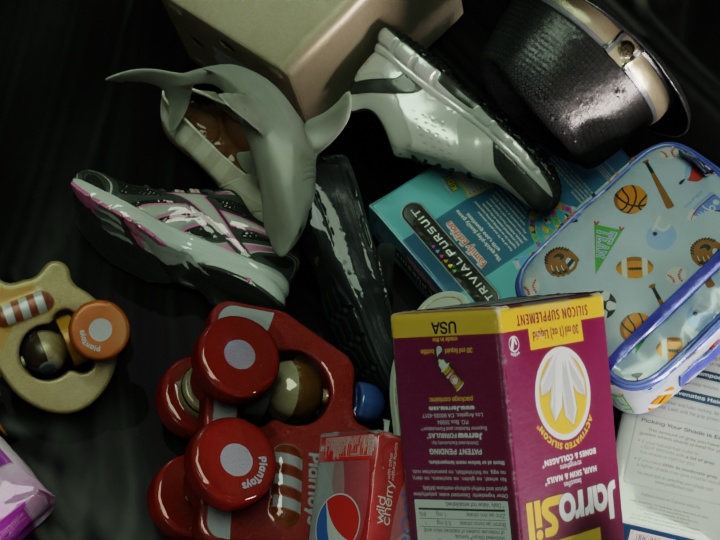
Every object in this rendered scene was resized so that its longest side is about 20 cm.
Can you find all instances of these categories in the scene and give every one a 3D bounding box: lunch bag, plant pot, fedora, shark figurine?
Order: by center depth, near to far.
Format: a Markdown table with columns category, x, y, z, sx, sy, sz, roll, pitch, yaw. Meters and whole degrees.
| category | x | y | z | sx | sy | sz | roll | pitch | yaw |
| --- | --- | --- | --- | --- | --- | --- | --- | --- | --- |
| lunch bag | 0.230 | 0.003 | 1.428 | 0.200 | 0.076 | 0.160 | -42 | 60 | -10 |
| shark figurine | -0.098 | -0.126 | 1.461 | 0.214 | 0.089 | 0.128 | 45 | 106 | 32 |
| fedora | 0.160 | -0.148 | 1.475 | 0.201 | 0.201 | 0.092 | 39 | 83 | 18 |
| plant pot | -0.052 | -0.235 | 1.561 | 0.200 | 0.200 | 0.177 | 33 | 78 | 16 |

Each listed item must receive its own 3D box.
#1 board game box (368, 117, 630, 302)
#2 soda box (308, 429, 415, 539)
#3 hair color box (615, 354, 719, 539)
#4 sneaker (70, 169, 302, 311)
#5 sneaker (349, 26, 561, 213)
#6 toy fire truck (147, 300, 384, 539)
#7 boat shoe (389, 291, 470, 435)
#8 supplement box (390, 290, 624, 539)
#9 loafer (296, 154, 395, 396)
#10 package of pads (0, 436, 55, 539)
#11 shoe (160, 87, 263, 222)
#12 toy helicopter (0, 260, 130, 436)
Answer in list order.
| category | x | y | z | sx | sy | sz | roll | pitch | yaw |
| --- | --- | --- | --- | --- | --- | --- | --- | --- | --- |
| board game box | 0.131 | -0.041 | 1.533 | 0.200 | 0.047 | 0.151 | -33 | 67 | -16 |
| soda box | 0.005 | 0.218 | 1.350 | 0.063 | 0.070 | 0.200 | -9 | 68 | 45 |
| hair color box | 0.248 | 0.120 | 1.441 | 0.100 | 0.061 | 0.200 | 13 | 64 | 8 |
| sneaker | -0.137 | -0.033 | 1.523 | 0.200 | 0.080 | 0.086 | 28 | 57 | 3 |
| sneaker | 0.075 | -0.107 | 1.513 | 0.200 | 0.074 | 0.080 | 41 | 101 | 13 |
| toy fire truck | -0.063 | 0.127 | 1.425 | 0.168 | 0.112 | 0.200 | 13 | 61 | -20 |
| boat shoe | 0.068 | 0.117 | 1.433 | 0.075 | 0.062 | 0.200 | -12 | 65 | 30 |
| supplement box | 0.107 | 0.120 | 1.348 | 0.103 | 0.131 | 0.200 | -5 | 92 | 41 |
| loafer | 0.000 | 0.000 | 1.487 | 0.070 | 0.068 | 0.201 | -19 | 81 | -24 |
| package of pads | -0.337 | 0.144 | 1.422 | 0.120 | 0.076 | 0.200 | -40 | 69 | -17 |
| shoe | -0.091 | -0.090 | 1.555 | 0.200 | 0.053 | 0.070 | 36 | 68 | 17 |
| toy helicopter | -0.281 | 0.037 | 1.452 | 0.200 | 0.079 | 0.132 | 40 | 84 | -6 |
